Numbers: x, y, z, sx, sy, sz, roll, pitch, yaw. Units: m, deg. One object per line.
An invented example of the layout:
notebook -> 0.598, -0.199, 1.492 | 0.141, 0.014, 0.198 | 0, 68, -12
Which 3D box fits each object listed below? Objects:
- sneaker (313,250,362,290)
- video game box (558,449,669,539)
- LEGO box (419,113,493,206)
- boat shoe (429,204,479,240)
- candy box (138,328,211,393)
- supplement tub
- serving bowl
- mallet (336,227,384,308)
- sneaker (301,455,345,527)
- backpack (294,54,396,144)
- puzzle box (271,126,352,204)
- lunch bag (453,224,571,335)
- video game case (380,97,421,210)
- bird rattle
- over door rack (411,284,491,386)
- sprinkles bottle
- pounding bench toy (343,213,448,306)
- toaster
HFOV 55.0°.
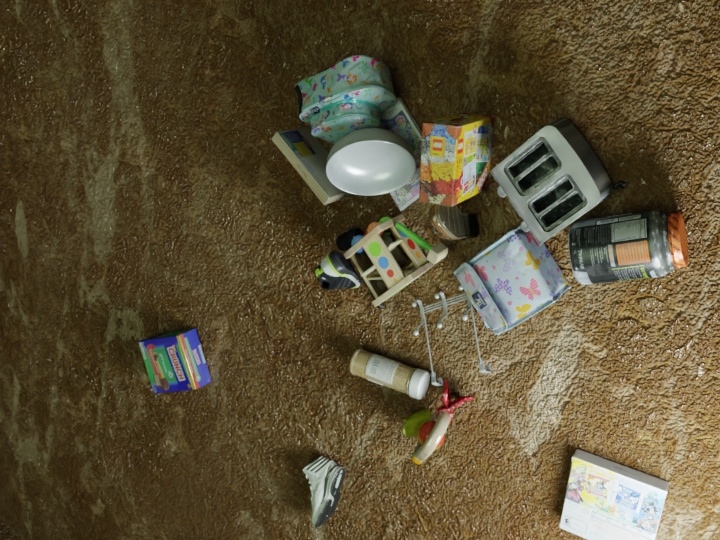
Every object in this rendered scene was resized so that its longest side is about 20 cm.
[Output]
sneaker -> -0.059, 0.007, 1.582 | 0.082, 0.200, 0.073 | -34, 69, 6
video game box -> 0.538, 0.504, 1.482 | 0.195, 0.047, 0.188 | 16, 115, 27
LEGO box -> 0.193, -0.225, 1.380 | 0.075, 0.199, 0.154 | 12, 112, 28
boat shoe -> 0.181, -0.092, 1.431 | 0.066, 0.198, 0.074 | -9, 77, 30
candy box -> -0.562, 0.275, 2.090 | 0.195, 0.077, 0.174 | -11, 99, 33
supplement tub -> 0.498, -0.044, 1.289 | 0.195, 0.122, 0.126 | -7, 102, 33
serving bowl -> 0.021, -0.244, 1.490 | 0.197, 0.198, 0.068 | -21, 58, 34
mallet -> 0.000, 0.000, 1.675 | 0.064, 0.041, 0.205 | -13, 102, 35
sneaker -> -0.116, 0.604, 1.924 | 0.114, 0.075, 0.206 | 29, 111, 31
backpack -> -0.023, -0.365, 1.480 | 0.197, 0.176, 0.155 | -24, 72, 31
puzzle box -> -0.105, -0.246, 1.604 | 0.201, 0.132, 0.025 | 52, 123, 9
lunch bag -> 0.303, 0.026, 1.436 | 0.199, 0.126, 0.172 | -36, 83, 41
video game case -> 0.089, -0.258, 1.546 | 0.142, 0.018, 0.203 | -34, 85, 36
bird rattle -> 0.180, 0.366, 1.607 | 0.112, 0.164, 0.200 | 37, 133, -5
over door rack -> 0.197, 0.148, 1.552 | 0.145, 0.066, 0.206 | -20, 80, 36
sprinkles bottle -> 0.070, 0.250, 1.686 | 0.195, 0.068, 0.070 | 16, 113, 28
pounding bench toy -> 0.084, -0.051, 1.549 | 0.199, 0.123, 0.158 | -37, 84, 35
toaster -> 0.373, -0.174, 1.331 | 0.199, 0.118, 0.183 | -37, 85, 34
